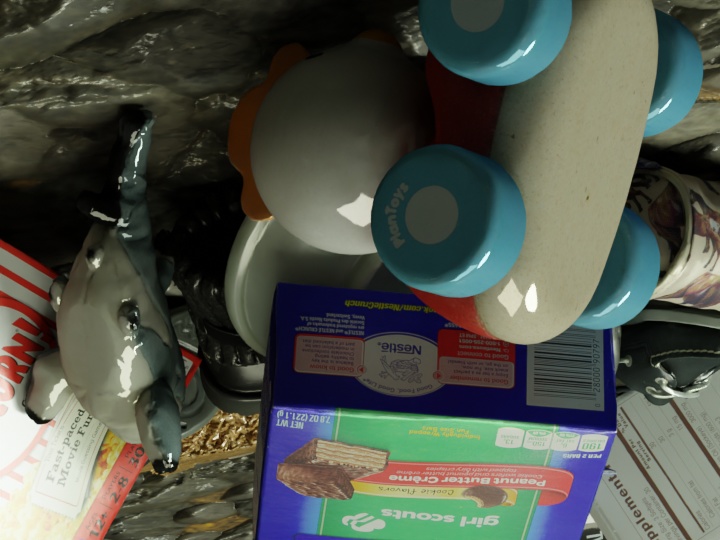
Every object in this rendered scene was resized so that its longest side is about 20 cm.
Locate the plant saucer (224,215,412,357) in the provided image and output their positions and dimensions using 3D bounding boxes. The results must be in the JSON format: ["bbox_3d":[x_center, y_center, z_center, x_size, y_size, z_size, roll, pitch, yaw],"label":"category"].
[{"bbox_3d":[0.029,-0.011,1.256,0.200,0.050,0.200,-23,145,-17],"label":"plant saucer"}]

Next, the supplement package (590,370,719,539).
[{"bbox_3d":[0.241,0.114,1.627,0.200,0.117,0.117,-33,164,0],"label":"supplement package"}]

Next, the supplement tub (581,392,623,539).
[{"bbox_3d":[0.114,0.146,1.758,0.199,0.123,0.123,-10,161,3],"label":"supplement tub"}]

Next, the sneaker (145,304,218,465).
[{"bbox_3d":[-0.159,0.094,1.486,0.076,0.200,0.114,46,162,-20],"label":"sneaker"}]

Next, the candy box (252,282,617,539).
[{"bbox_3d":[0.032,0.094,1.262,0.169,0.077,0.200,5,148,-2],"label":"candy box"}]

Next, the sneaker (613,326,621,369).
[{"bbox_3d":[0.080,0.041,1.490,0.115,0.075,0.200,1,171,-12],"label":"sneaker"}]

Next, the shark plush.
[{"bbox_3d":[-0.123,0.007,1.261,0.091,0.200,0.083,9,-148,30],"label":"shark plush"}]

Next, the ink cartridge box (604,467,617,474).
[{"bbox_3d":[0.053,0.089,1.522,0.200,0.042,0.119,12,-179,-40],"label":"ink cartridge box"}]

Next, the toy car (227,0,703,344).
[{"bbox_3d":[0.022,-0.069,1.121,0.200,0.177,0.184,13,-179,29],"label":"toy car"}]

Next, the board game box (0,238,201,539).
[{"bbox_3d":[-0.194,0.068,1.298,0.046,0.152,0.200,23,173,45],"label":"board game box"}]

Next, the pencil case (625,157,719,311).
[{"bbox_3d":[0.217,-0.014,1.420,0.200,0.089,0.078,8,122,-42],"label":"pencil case"}]

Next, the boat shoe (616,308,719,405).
[{"bbox_3d":[0.187,0.053,1.523,0.075,0.060,0.200,8,176,-22],"label":"boat shoe"}]

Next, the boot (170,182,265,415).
[{"bbox_3d":[0.000,0.002,1.366,0.211,0.080,0.158,-19,149,-11],"label":"boot"}]

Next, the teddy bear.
[{"bbox_3d":[-0.087,0.088,1.610,0.200,0.067,0.145,-8,167,-24],"label":"teddy bear"}]
